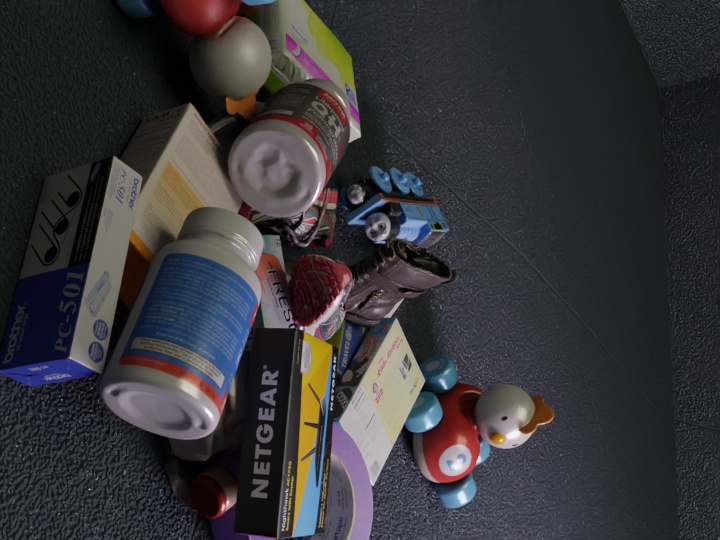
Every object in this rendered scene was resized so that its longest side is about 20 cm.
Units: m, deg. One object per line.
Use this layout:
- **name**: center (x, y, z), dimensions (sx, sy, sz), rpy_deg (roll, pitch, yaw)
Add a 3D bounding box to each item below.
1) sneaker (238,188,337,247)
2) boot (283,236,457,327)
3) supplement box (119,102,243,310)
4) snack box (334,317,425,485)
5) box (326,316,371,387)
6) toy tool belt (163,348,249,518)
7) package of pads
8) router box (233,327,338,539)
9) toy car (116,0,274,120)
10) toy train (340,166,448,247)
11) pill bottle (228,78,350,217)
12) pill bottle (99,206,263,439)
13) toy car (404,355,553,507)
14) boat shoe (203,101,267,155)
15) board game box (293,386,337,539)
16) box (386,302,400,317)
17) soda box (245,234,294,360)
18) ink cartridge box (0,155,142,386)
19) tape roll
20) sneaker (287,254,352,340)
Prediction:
- **sneaker**: center (-0.087, -0.066, 1.238), dimensions (0.199, 0.080, 0.076), rpy_deg (-3, 93, -59)
- **boot**: center (0.000, 0.000, 1.241), dimensions (0.198, 0.174, 0.070), rpy_deg (17, 58, -27)
- **supplement box**: center (-0.205, -0.062, 1.043), dimensions (0.126, 0.073, 0.201), rpy_deg (57, 36, -35)
- **snack box**: center (0.019, 0.170, 1.308), dimensions (0.201, 0.037, 0.117), rpy_deg (-57, 132, -45)
- **box**: center (-0.005, 0.118, 1.367), dimensions (0.200, 0.047, 0.123), rpy_deg (46, 42, -46)
- **toy tool belt**: center (-0.143, 0.141, 1.038), dimensions (0.123, 0.124, 0.202), rpy_deg (-26, 104, -51)
- **package of pads**: center (-0.076, -0.279, 1.329), dimensions (0.200, 0.068, 0.156), rpy_deg (41, 34, -49)
- **router box**: center (-0.072, 0.168, 1.016), dimensions (0.149, 0.051, 0.202), rpy_deg (37, 56, -70)
- **toy car**: center (-0.147, -0.275, 1.131), dimensions (0.177, 0.182, 0.202), rpy_deg (-59, 142, -51)
- **toy train**: center (0.050, -0.087, 1.470), dimensions (0.199, 0.086, 0.115), rpy_deg (-1, 60, -61)
- **pill bottle**: center (-0.072, -0.152, 1.145), dimensions (0.111, 0.110, 0.200), rpy_deg (65, 23, -23)
- **pill bottle**: center (-0.155, 0.043, 0.916), dimensions (0.112, 0.111, 0.201), rpy_deg (50, 44, -41)
- **toy car**: center (0.192, 0.236, 1.503), dimensions (0.186, 0.198, 0.177), rpy_deg (65, 32, -23)
- **boat shoe**: center (-0.146, -0.166, 1.208), dimensions (0.202, 0.064, 0.075), rpy_deg (-42, 133, -51)
- **board game box**: center (-0.049, 0.255, 1.253), dimensions (0.126, 0.034, 0.202), rpy_deg (-1, 82, -60)
- **box**: center (0.050, 0.020, 1.505), dimensions (0.200, 0.038, 0.042), rpy_deg (-51, 125, -54)
- **soda box**: center (-0.121, 0.061, 1.154), dimensions (0.063, 0.068, 0.202), rpy_deg (-3, 82, -60)
- **ink cartridge box**: center (-0.263, 0.000, 0.901), dimensions (0.044, 0.093, 0.202), rpy_deg (39, 48, -49)
- **tape roll**: center (-0.075, 0.269, 1.130), dimensions (0.199, 0.065, 0.202), rpy_deg (15, 69, -44)
- **sneaker**: center (-0.047, 0.034, 1.175), dimensions (0.074, 0.200, 0.081), rpy_deg (-8, 73, -21)
